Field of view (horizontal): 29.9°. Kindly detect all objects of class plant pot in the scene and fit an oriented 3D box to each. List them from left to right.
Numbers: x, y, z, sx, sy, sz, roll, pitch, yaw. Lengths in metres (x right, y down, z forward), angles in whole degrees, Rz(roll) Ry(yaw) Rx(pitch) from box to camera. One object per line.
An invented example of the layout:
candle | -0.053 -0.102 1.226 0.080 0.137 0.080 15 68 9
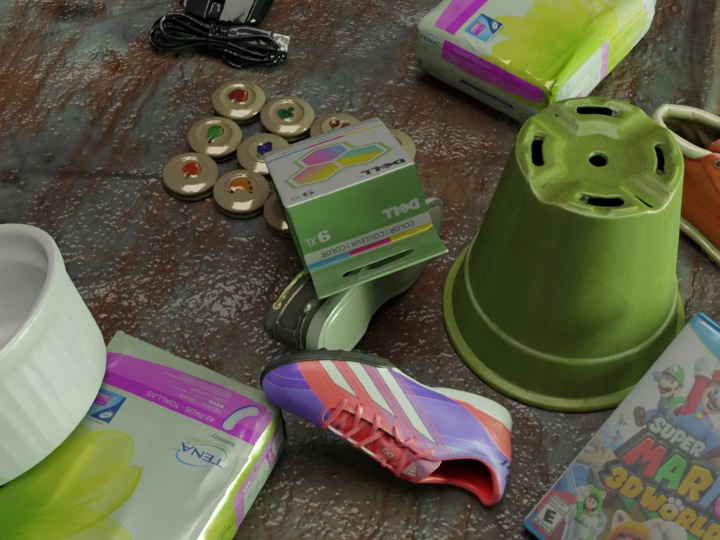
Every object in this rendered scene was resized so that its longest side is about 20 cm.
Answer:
plant pot | 0.169 -0.025 1.035 0.200 0.190 0.200 1 52 -1

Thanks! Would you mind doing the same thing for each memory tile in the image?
memory tile | -0.062 -0.096 1.194 0.200 0.017 0.153 19 54 13

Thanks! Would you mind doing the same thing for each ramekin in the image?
ramekin | -0.281 0.068 0.965 0.200 0.098 0.201 -18 36 14

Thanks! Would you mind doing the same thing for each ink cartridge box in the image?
ink cartridge box | -0.009 -0.055 1.048 0.104 0.059 0.200 -19 23 -3

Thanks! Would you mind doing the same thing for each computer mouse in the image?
computer mouse | -0.118 -0.287 1.322 0.138 0.053 0.200 10 52 8

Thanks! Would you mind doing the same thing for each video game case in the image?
video game case | 0.229 0.148 0.943 0.143 0.018 0.200 40 92 27

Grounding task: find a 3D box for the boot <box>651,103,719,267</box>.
boot | 0.315 -0.062 1.123 0.200 0.107 0.075 32 56 20

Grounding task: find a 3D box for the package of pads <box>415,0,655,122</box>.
package of pads | 0.170 -0.230 1.266 0.154 0.068 0.200 31 57 21

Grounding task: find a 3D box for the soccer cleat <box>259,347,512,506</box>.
soccer cleat | 0.022 0.112 0.966 0.200 0.068 0.073 19 50 -22

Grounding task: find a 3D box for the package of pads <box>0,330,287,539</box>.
package of pads | -0.156 0.154 0.960 0.154 0.068 0.200 21 55 16

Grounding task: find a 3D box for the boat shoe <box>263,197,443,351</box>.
boat shoe | 0.000 -0.002 1.086 0.060 0.072 0.202 17 43 29
